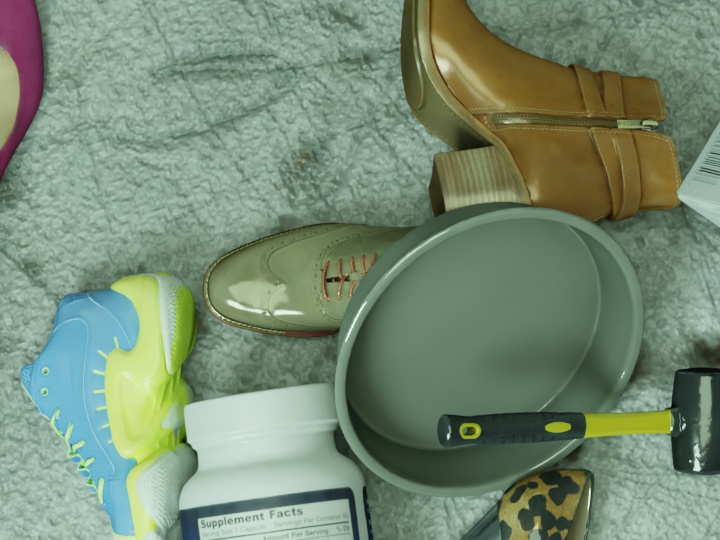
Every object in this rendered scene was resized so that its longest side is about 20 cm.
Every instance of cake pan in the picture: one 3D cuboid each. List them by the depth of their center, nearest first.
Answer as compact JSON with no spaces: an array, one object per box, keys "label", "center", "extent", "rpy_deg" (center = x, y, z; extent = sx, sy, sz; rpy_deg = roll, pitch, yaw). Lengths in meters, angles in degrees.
[{"label":"cake pan","center":[0.073,0.043,1.694],"extent":[0.199,0.037,0.201],"rpy_deg":[-11,124,-17]}]

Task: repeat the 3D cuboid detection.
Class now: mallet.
[{"label":"mallet","center":[0.140,0.103,1.702],"extent":[0.199,0.041,0.066],"rpy_deg":[-9,95,-23]}]

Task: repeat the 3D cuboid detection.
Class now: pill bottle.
[{"label":"pill bottle","center":[-0.047,0.173,1.704],"extent":[0.115,0.116,0.201],"rpy_deg":[-8,84,3]}]

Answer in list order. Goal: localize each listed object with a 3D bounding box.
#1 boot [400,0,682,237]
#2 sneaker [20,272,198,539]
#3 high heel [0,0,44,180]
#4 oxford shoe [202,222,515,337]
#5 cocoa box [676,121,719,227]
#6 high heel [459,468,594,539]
[{"label":"boot","center":[0.109,-0.112,1.750],"extent":[0.154,0.074,0.201],"rpy_deg":[-7,73,-10]},{"label":"sneaker","center":[-0.155,0.102,1.746],"extent":[0.105,0.076,0.201],"rpy_deg":[0,77,15]},{"label":"high heel","center":[-0.240,-0.092,1.749],"extent":[0.067,0.096,0.201],"rpy_deg":[8,85,4]},{"label":"oxford shoe","center":[0.000,0.000,1.737],"extent":[0.199,0.075,0.071],"rpy_deg":[-6,84,3]},{"label":"cocoa box","center":[0.310,-0.087,1.682],"extent":[0.131,0.133,0.200],"rpy_deg":[32,87,-20]},{"label":"high heel","center":[0.132,0.224,1.706],"extent":[0.142,0.071,0.200],"rpy_deg":[-42,75,8]}]
